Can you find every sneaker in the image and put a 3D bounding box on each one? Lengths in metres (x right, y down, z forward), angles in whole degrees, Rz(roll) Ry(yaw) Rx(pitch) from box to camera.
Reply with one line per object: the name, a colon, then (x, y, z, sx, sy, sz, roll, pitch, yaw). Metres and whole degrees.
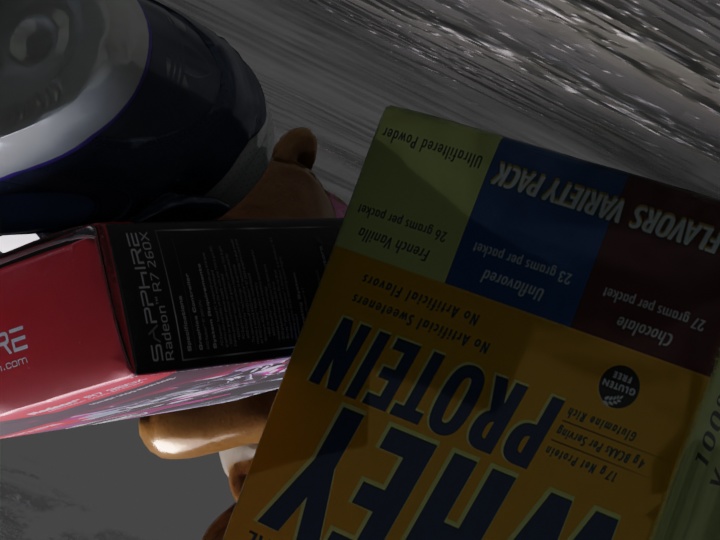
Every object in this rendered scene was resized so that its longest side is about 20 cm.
sneaker: (-0.126, -0.032, 0.604, 0.199, 0.081, 0.146, -16, 161, 19)

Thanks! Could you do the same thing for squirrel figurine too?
squirrel figurine: (-0.005, 0.028, 0.810, 0.199, 0.142, 0.187, -2, 133, 6)

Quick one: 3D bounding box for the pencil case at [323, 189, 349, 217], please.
pencil case: (0.000, 0.000, 0.989, 0.083, 0.087, 0.200, 38, 172, -26)

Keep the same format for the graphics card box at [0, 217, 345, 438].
graphics card box: (-0.064, 0.020, 0.621, 0.125, 0.051, 0.200, -18, 173, 32)

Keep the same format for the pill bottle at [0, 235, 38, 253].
pill bottle: (-0.176, -0.048, 1.186, 0.113, 0.113, 0.200, 20, 178, 34)

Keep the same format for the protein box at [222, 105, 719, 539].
protein box: (0.072, 0.079, 0.612, 0.134, 0.199, 0.200, 19, 177, 32)
